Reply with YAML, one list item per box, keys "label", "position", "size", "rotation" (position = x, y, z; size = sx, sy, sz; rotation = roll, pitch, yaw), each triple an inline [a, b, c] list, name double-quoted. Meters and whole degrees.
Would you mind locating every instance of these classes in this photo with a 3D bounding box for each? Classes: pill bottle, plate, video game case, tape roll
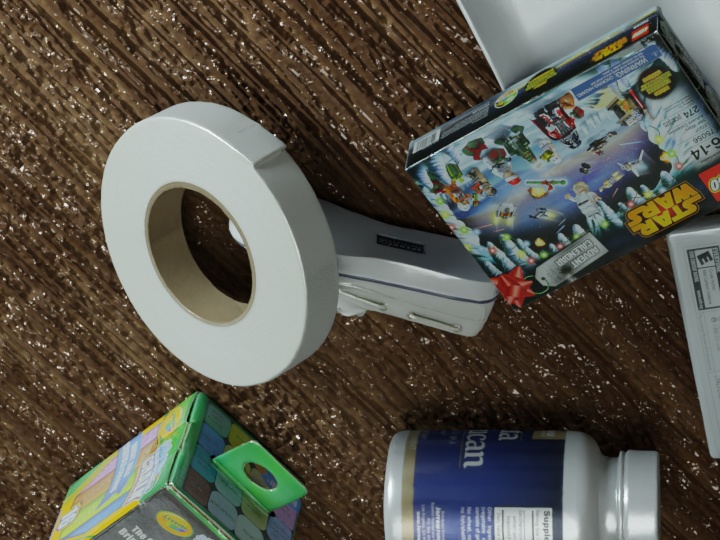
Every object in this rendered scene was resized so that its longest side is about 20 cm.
- label: "pill bottle"
  position: [0.122, 0.174, 1.595]
  size: [0.199, 0.111, 0.112]
  rotation: [0, 123, 9]
- label: "plate"
  position: [0.179, -0.166, 1.414]
  size: [0.199, 0.032, 0.201]
  rotation: [-19, 118, 19]
- label: "video game case"
  position: [0.324, 0.040, 1.531]
  size: [0.181, 0.023, 0.201]
  rotation: [-8, 120, 14]
- label: "tape roll"
  position: [-0.099, -0.018, 1.490]
  size: [0.202, 0.037, 0.204]
  rotation: [24, 128, 34]

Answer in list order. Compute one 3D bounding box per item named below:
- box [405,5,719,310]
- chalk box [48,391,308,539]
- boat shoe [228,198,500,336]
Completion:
- label: "box"
  position: [0.149, -0.071, 1.438]
  size: [0.199, 0.040, 0.137]
  rotation: [-28, 117, 25]
- label: "chalk box"
  position: [-0.128, 0.188, 1.637]
  size: [0.200, 0.124, 0.124]
  rotation: [-35, 110, 26]
- label: "boat shoe"
  position: [0.000, 0.000, 1.530]
  size: [0.199, 0.072, 0.066]
  rotation: [12, 122, -7]
